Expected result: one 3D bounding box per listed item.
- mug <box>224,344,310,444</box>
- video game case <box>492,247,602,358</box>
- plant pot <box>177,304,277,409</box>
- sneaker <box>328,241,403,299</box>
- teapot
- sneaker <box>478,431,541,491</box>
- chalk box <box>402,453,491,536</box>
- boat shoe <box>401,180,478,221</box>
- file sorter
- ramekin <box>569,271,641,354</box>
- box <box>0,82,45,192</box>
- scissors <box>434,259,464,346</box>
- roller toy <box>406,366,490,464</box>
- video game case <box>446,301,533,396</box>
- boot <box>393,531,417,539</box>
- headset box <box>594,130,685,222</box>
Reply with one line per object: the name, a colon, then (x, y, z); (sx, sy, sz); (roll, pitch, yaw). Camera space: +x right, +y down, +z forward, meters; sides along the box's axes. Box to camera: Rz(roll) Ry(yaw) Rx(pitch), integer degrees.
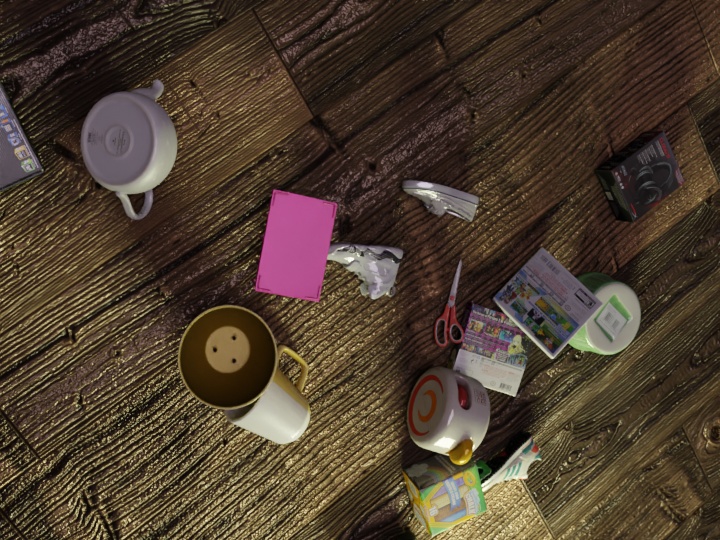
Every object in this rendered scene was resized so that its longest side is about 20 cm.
mug: (-0.176, 0.279, 1.562); (0.153, 0.149, 0.188); (40, 91, -27)
video game case: (0.447, 0.076, 1.743); (0.182, 0.022, 0.200); (-43, 74, -8)
plant pot: (-0.273, 0.169, 1.500); (0.194, 0.142, 0.206); (0, 91, -11)
sneaker: (0.000, 0.000, 1.610); (0.195, 0.075, 0.119); (4, 94, -22)
teapot: (-0.427, -0.236, 1.400); (0.199, 0.146, 0.199); (-39, 82, 13)
sneaker: (0.372, 0.500, 1.813); (0.199, 0.070, 0.094); (-40, 102, -12)
chalk box: (0.219, 0.515, 1.736); (0.195, 0.124, 0.127); (-18, 103, -14)
boat shoe: (0.180, -0.157, 1.649); (0.195, 0.073, 0.067); (13, 90, -19)
file sorter: (-0.146, -0.056, 1.526); (0.135, 0.125, 0.206); (10, 94, -18)
ramekin: (0.602, 0.111, 1.818); (0.194, 0.097, 0.206); (-3, 99, -18)
box: (-0.720, -0.235, 1.347); (0.190, 0.047, 0.204); (-27, 105, -16)
scissors: (0.208, 0.077, 1.721); (0.071, 0.014, 0.206); (-1, 88, 10)
roller toy: (0.206, 0.326, 1.666); (0.137, 0.199, 0.187); (21, 90, -25)
video game case: (0.320, 0.192, 1.768); (0.195, 0.036, 0.186); (17, 92, -20)
boot: (0.081, 0.750, 1.753); (0.201, 0.073, 0.156); (-34, 109, -11)
headset box: (0.703, -0.240, 1.812); (0.198, 0.077, 0.151); (-34, 107, -9)
